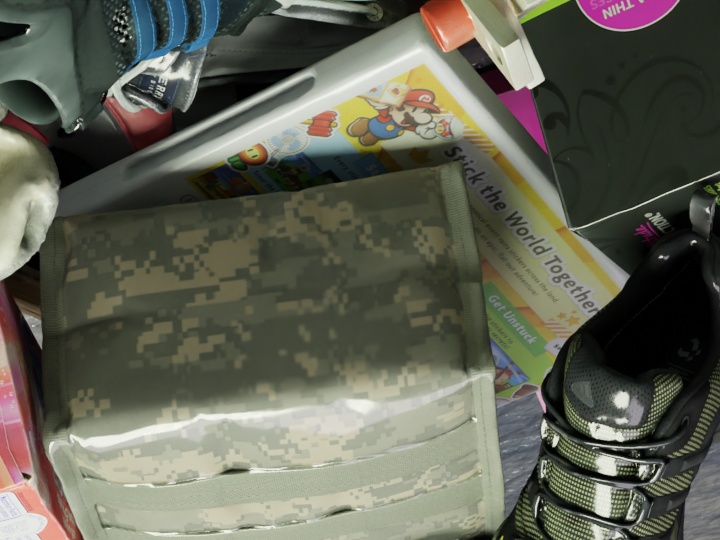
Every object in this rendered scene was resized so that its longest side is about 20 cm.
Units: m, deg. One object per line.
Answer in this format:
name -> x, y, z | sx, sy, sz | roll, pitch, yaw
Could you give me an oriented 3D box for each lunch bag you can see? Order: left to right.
lunch bag -> -0.028, 0.066, 0.929 | 0.163, 0.118, 0.200 | -7, 145, 1

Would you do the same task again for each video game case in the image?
video game case -> 0.000, 0.000, 0.958 | 0.181, 0.023, 0.200 | -24, 135, 23

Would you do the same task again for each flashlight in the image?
flashlight -> -0.146, -0.055, 0.934 | 0.199, 0.068, 0.068 | -8, 158, -16

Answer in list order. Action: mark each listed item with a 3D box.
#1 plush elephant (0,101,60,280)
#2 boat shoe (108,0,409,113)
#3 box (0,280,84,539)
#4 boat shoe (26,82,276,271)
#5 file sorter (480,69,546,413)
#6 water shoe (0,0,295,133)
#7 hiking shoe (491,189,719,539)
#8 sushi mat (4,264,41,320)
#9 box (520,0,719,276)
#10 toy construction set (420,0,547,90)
plush elephant -> -0.172, -0.073, 0.774 | 0.154, 0.165, 0.200 | -18, 158, -11
boat shoe -> -0.077, -0.091, 0.893 | 0.199, 0.068, 0.072 | -5, 155, -21
box -> -0.163, 0.068, 0.906 | 0.102, 0.095, 0.200 | -13, 164, -2
boat shoe -> -0.079, -0.033, 1.019 | 0.199, 0.069, 0.084 | -25, 154, 23
file sorter -> 0.152, -0.028, 1.093 | 0.199, 0.126, 0.139 | -17, 157, 5
water shoe -> -0.087, -0.086, 0.742 | 0.079, 0.071, 0.200 | -60, 159, 16
hiking shoe -> 0.083, 0.069, 0.865 | 0.075, 0.201, 0.101 | 16, 160, 29
sushi mat -> -0.130, 0.014, 1.023 | 0.200, 0.012, 0.095 | 27, 165, -40
box -> 0.169, -0.097, 0.922 | 0.199, 0.149, 0.124 | -23, 155, 18
toy construction set -> 0.097, -0.129, 0.816 | 0.199, 0.131, 0.092 | -25, 158, -17
